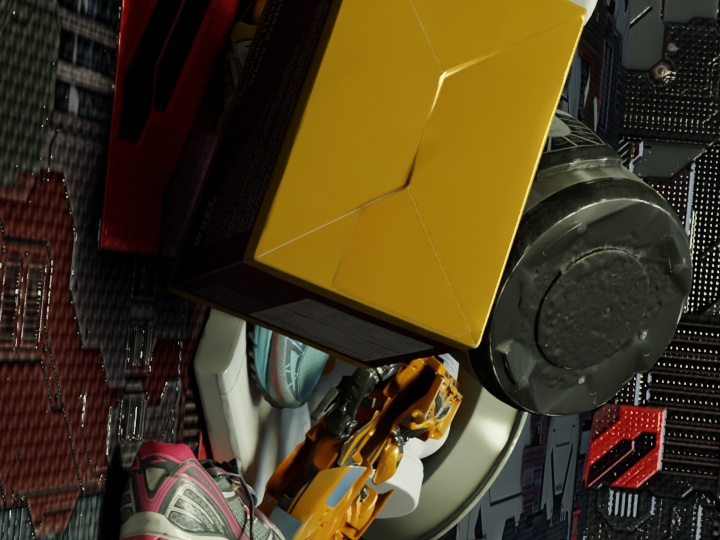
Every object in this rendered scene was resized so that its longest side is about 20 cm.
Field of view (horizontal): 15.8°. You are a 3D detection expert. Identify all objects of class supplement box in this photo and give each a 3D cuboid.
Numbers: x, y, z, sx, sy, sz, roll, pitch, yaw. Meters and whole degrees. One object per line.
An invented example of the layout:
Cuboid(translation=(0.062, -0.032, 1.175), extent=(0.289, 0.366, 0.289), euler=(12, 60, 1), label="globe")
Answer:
Cuboid(translation=(0.004, -0.065, 1.444), extent=(0.199, 0.132, 0.200), euler=(-71, -165, -11), label="supplement box")

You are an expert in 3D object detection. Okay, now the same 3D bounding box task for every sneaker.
Cuboid(translation=(0.000, 0.000, 1.606), extent=(0.201, 0.095, 0.079), euler=(-67, 160, 4), label="sneaker")
Cuboid(translation=(-0.034, -0.136, 1.627), extent=(0.200, 0.077, 0.083), euler=(-49, 141, -70), label="sneaker")
Cuboid(translation=(-0.084, 0.145, 1.506), extent=(0.200, 0.080, 0.075), euler=(39, 56, -75), label="sneaker")

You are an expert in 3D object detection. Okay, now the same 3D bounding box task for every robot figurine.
Cuboid(translation=(-0.003, 0.122, 1.658), extent=(0.200, 0.058, 0.145), euler=(-53, 163, -3), label="robot figurine")

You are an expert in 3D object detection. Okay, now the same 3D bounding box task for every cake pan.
Cuboid(translation=(0.046, 0.114, 1.914), extent=(0.037, 0.200, 0.201), euler=(35, 50, -27), label="cake pan")

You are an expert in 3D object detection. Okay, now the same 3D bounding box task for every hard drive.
Cuboid(translation=(-0.068, 0.081, 1.679), extent=(0.201, 0.026, 0.133), euler=(83, 18, -47), label="hard drive")

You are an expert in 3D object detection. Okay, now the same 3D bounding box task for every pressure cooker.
Cuboid(translation=(0.101, -0.018, 1.738), extent=(0.179, 0.200, 0.176), euler=(-44, 130, -3), label="pressure cooker")

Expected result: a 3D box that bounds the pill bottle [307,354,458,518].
Cuboid(translation=(0.014, 0.067, 1.840), extent=(0.111, 0.110, 0.201), euler=(72, 25, -62), label="pill bottle")

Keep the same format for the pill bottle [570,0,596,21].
Cuboid(translation=(0.097, -0.227, 1.579), extent=(0.201, 0.110, 0.112), euler=(-79, 168, -50), label="pill bottle")
